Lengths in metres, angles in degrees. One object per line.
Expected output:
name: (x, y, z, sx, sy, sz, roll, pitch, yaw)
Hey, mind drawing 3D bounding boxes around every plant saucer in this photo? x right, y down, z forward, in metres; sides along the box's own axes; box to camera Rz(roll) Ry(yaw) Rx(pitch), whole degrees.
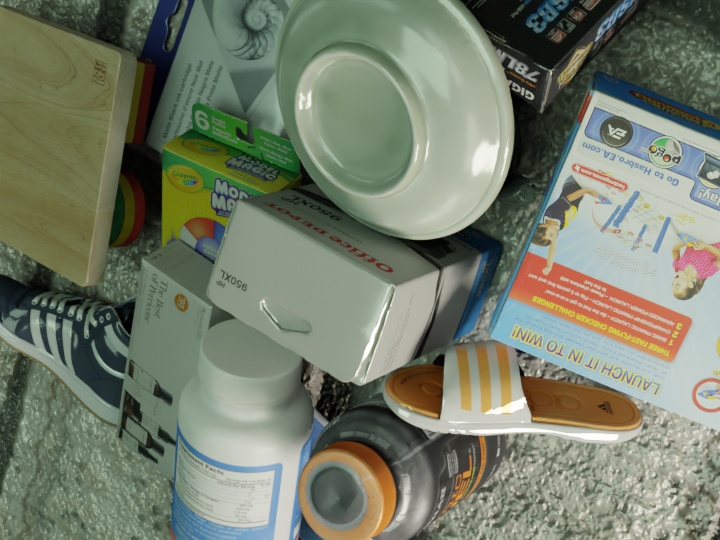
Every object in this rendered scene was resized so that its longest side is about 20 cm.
plant saucer: (0.009, -0.108, 0.966, 0.198, 0.050, 0.202, 19, 124, 31)

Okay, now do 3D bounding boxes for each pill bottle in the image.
pill bottle: (0.029, 0.146, 1.082, 0.105, 0.199, 0.108, 5, 101, 27)
pill bottle: (-0.095, 0.144, 1.150, 0.111, 0.112, 0.202, 24, 124, 23)

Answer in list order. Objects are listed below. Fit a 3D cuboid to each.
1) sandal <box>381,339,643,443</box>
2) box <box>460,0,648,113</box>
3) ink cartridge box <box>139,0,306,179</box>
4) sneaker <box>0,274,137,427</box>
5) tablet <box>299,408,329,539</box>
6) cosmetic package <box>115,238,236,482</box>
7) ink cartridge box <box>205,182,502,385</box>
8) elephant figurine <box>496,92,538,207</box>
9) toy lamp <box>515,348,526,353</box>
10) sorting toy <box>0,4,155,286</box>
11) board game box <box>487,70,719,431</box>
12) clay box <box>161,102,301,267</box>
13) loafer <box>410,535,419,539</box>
sandal: (0.117, 0.081, 1.056, 0.204, 0.079, 0.060, 5, 118, -11)
box: (0.106, -0.231, 0.991, 0.198, 0.200, 0.050, 35, 153, 17)
ink cartridge box: (-0.111, -0.176, 1.195, 0.199, 0.040, 0.201, 31, 112, 21)
sneaker: (-0.260, 0.042, 1.293, 0.199, 0.070, 0.109, 38, 119, 10)
tablet: (-0.058, 0.161, 1.214, 0.200, 0.014, 0.131, 43, 131, 10)
cosmetic package: (-0.156, 0.082, 1.203, 0.082, 0.051, 0.202, 30, 127, 22)
ink cartridge box: (0.000, 0.000, 1.073, 0.144, 0.199, 0.085, 28, 111, 21)
elephant figurine: (0.069, -0.161, 1.060, 0.153, 0.142, 0.202, 15, 90, -4)
toy lamp: (0.176, -0.016, 1.060, 0.058, 0.058, 0.200, 47, 113, 13)
sorting toy: (-0.258, -0.113, 1.248, 0.199, 0.069, 0.201, 24, 109, 39)
board game box: (0.217, -0.009, 0.992, 0.198, 0.056, 0.198, 22, 115, 2)
clay box: (-0.110, -0.030, 1.180, 0.114, 0.048, 0.202, 23, 129, 23)
loafer: (0.008, 0.307, 1.181, 0.072, 0.072, 0.202, 9, 116, 23)
